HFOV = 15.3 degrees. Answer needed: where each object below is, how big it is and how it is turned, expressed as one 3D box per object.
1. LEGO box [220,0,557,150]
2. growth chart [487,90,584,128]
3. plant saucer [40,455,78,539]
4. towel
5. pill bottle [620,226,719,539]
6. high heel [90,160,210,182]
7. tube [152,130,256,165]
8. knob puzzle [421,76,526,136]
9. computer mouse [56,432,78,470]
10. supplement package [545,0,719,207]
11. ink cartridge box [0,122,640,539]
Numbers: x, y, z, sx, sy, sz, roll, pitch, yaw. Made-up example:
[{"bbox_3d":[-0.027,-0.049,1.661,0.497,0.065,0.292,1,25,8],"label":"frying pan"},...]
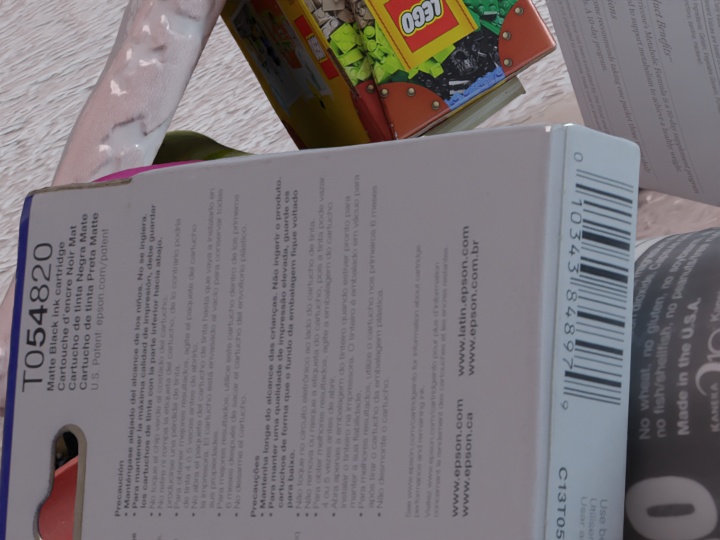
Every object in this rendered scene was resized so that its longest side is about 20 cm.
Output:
[{"bbox_3d":[-0.011,-0.125,1.081,0.077,0.149,0.200,-32,5,-8],"label":"LEGO box"},{"bbox_3d":[0.076,-0.043,1.120,0.200,0.018,0.145,-24,20,4],"label":"growth chart"},{"bbox_3d":[-0.057,0.098,0.887,0.199,0.037,0.200,-34,22,-24],"label":"plant saucer"},{"bbox_3d":[-0.107,-0.038,1.078,0.191,0.032,0.200,177,117,-81],"label":"towel"},{"bbox_3d":[0.088,0.047,0.724,0.200,0.113,0.113,-10,24,39],"label":"pill bottle"},{"bbox_3d":[0.000,0.000,0.905,0.096,0.200,0.068,-9,67,55],"label":"high heel"},{"bbox_3d":[-0.070,-0.029,1.098,0.052,0.058,0.200,8,6,-6],"label":"tube"},{"bbox_3d":[-0.016,-0.016,1.086,0.219,0.031,0.220,-32,4,2],"label":"knob puzzle"},{"bbox_3d":[-0.043,0.034,1.039,0.200,0.034,0.059,-24,20,6],"label":"computer mouse"},{"bbox_3d":[0.173,-0.081,0.844,0.200,0.110,0.114,17,55,35],"label":"supplement package"},{"bbox_3d":[-0.018,0.068,0.709,0.200,0.200,0.041,-4,-11,42],"label":"ink cartridge box"}]
